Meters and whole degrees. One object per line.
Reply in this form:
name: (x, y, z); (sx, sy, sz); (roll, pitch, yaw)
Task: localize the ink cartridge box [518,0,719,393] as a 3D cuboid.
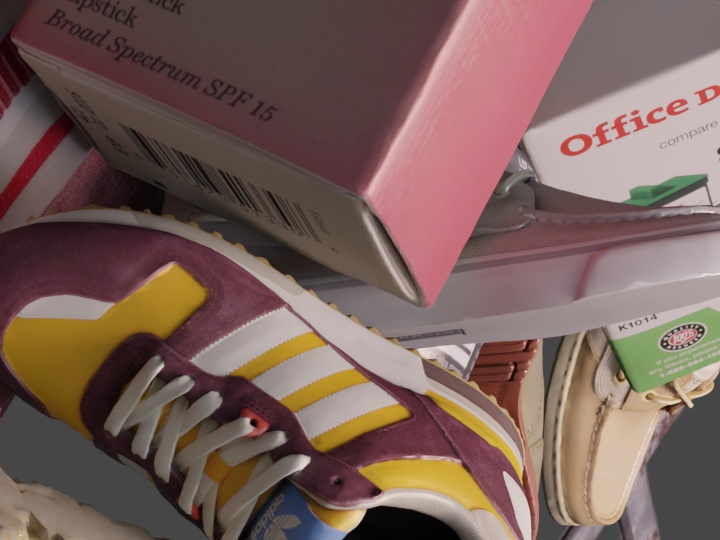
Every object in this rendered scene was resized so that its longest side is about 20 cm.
ink cartridge box: (0.147, -0.055, 1.075); (0.200, 0.146, 0.085); (59, 10, -50)

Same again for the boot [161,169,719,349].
boot: (0.030, -0.025, 0.828); (0.074, 0.199, 0.096); (82, 1, -79)

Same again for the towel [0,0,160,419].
towel: (-0.129, -0.042, 0.761); (0.144, 0.023, 0.200); (-59, 148, -23)

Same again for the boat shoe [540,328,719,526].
boat shoe: (0.142, 0.035, 1.208); (0.074, 0.069, 0.201); (-2, 107, -59)

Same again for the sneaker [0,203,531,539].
sneaker: (-0.034, 0.050, 0.759); (0.075, 0.199, 0.090); (-59, -164, 30)

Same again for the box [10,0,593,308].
box: (0.004, -0.111, 0.772); (0.201, 0.127, 0.109); (-62, 161, -11)

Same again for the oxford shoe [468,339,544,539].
oxford shoe: (0.046, 0.028, 1.069); (0.074, 0.070, 0.201); (-71, 163, -61)

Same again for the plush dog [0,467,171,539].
plush dog: (-0.153, 0.138, 0.727); (0.172, 0.160, 0.200); (-60, 164, 17)

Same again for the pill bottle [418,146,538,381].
pill bottle: (0.000, 0.000, 0.915); (0.106, 0.106, 0.201); (41, 70, -58)
